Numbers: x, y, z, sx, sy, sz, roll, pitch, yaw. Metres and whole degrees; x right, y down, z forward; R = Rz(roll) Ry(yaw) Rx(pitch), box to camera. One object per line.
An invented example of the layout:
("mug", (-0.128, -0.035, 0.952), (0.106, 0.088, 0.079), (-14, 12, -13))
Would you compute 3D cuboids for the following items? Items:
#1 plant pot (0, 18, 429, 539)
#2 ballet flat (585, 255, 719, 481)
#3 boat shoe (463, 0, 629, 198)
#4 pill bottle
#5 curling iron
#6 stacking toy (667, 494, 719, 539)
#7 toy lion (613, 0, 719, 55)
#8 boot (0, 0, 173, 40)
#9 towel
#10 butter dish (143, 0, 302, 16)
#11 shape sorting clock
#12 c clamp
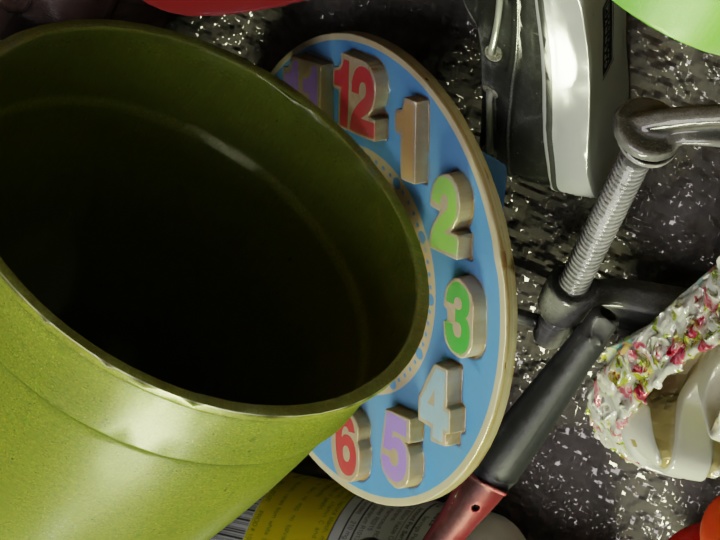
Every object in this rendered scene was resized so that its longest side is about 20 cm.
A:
("plant pot", (-0.105, 0.038, 1.179), (0.200, 0.200, 0.193), (35, 129, 1))
("ballet flat", (0.142, 0.047, 1.207), (0.076, 0.064, 0.200), (13, 149, -12))
("boat shoe", (0.068, -0.116, 1.163), (0.064, 0.071, 0.200), (11, 128, 19))
("pill bottle", (0.011, 0.154, 1.360), (0.200, 0.104, 0.104), (10, 126, 22))
("curling iron", (0.046, 0.091, 1.253), (0.200, 0.050, 0.026), (-48, 49, 24))
("stacking toy", (0.188, 0.097, 1.253), (0.085, 0.085, 0.200), (40, 138, -3))
("toy lion", (0.149, -0.124, 1.038), (0.192, 0.200, 0.069), (48, 131, 15))
("boot", (-0.158, -0.104, 1.223), (0.186, 0.064, 0.200), (16, 122, -28))
("towel", (-0.140, -0.010, 1.256), (0.146, 0.030, 0.200), (9, 123, -26))
("butter dish", (-0.024, -0.171, 1.124), (0.200, 0.200, 0.148), (-11, 140, 30))
("shape sorting clock", (0.000, 0.000, 1.235), (0.200, 0.039, 0.200), (12, 104, 54))
("c clamp", (0.121, -0.014, 1.186), (0.171, 0.027, 0.200), (15, 147, -10))
